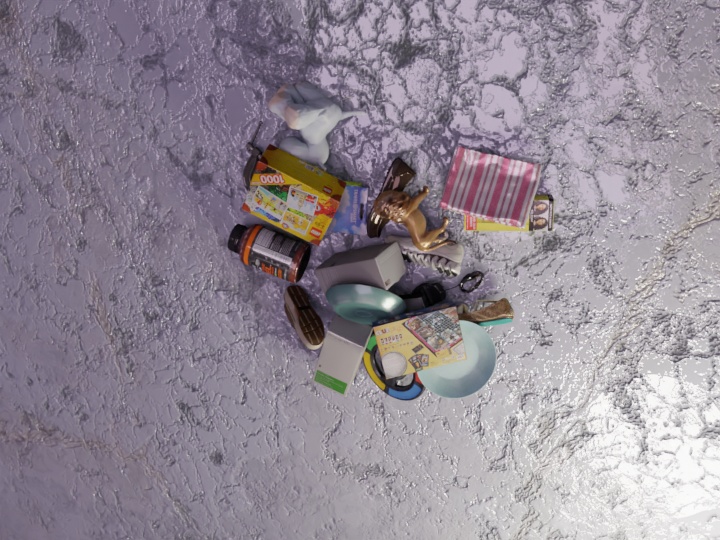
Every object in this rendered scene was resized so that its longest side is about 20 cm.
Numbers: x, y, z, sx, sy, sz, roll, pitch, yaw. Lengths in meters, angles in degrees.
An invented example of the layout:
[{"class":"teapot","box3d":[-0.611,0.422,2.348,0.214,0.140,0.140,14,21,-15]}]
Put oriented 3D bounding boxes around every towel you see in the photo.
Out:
[{"class":"towel","box3d":[0.287,-0.186,1.256,0.197,0.030,0.149,16,88,14]}]

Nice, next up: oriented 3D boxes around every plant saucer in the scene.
[{"class":"plant saucer","box3d":[0.228,0.211,1.377,0.197,0.039,0.205,-1,104,-2]},{"class":"plant saucer","box3d":[0.010,0.089,1.350,0.196,0.201,0.037,6,67,12]}]

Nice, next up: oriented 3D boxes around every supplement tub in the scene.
[{"class":"supplement tub","box3d":[-0.231,-0.050,1.431,0.197,0.107,0.108,21,113,6]}]

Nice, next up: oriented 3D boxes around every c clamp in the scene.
[{"class":"c clamp","box3d":[-0.222,-0.227,1.380,0.201,0.027,0.171,49,127,10]}]

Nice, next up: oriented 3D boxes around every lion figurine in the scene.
[{"class":"lion figurine","box3d":[0.124,-0.107,1.280,0.122,0.072,0.201,-38,95,-15]}]

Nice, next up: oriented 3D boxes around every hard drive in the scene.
[{"class":"hard drive","box3d":[0.128,0.159,1.431,0.138,0.033,0.203,-8,109,37]}]

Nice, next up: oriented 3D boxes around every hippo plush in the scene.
[{"class":"hippo plush","box3d":[-0.121,-0.327,1.310,0.197,0.160,0.163,-9,135,-26]}]

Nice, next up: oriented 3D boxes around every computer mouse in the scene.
[{"class":"computer mouse","box3d":[0.210,0.041,1.380,0.198,0.034,0.059,-19,103,28]}]

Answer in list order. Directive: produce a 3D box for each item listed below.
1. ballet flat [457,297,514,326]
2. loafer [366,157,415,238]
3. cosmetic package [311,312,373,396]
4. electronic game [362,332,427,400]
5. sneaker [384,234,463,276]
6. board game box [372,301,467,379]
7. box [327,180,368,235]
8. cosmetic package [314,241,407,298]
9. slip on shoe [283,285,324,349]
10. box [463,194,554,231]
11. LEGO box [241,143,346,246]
[{"class":"ballet flat","box3d":[0.276,0.110,1.386,0.197,0.070,0.066,-14,66,23]},{"class":"loafer","box3d":[0.072,-0.159,1.333,0.070,0.073,0.202,25,113,5]},{"class":"cosmetic package","box3d":[-0.048,0.216,1.465,0.106,0.085,0.202,22,130,7]},{"class":"electronic game","box3d":[0.085,0.245,1.456,0.198,0.041,0.203,21,125,31]},{"class":"sneaker","box3d":[0.153,-0.052,1.361,0.197,0.075,0.082,20,82,16]},{"class":"board game box","box3d":[0.138,0.163,1.323,0.196,0.035,0.138,-14,105,2]},{"class":"box","box3d":[-0.075,-0.158,1.384,0.196,0.048,0.124,8,111,12]},{"class":"cosmetic package","box3d":[0.000,0.000,1.358,0.198,0.107,0.091,-14,106,38]},{"class":"slip on shoe","box3d":[-0.150,0.128,1.446,0.201,0.075,0.061,58,135,35]},{"class":"box","box3d":[0.335,-0.130,1.291,0.196,0.050,0.077,2,110,14]},{"class":"LEGO box","box3d":[-0.151,-0.169,1.292,0.197,0.078,0.150,25,133,-7]}]
